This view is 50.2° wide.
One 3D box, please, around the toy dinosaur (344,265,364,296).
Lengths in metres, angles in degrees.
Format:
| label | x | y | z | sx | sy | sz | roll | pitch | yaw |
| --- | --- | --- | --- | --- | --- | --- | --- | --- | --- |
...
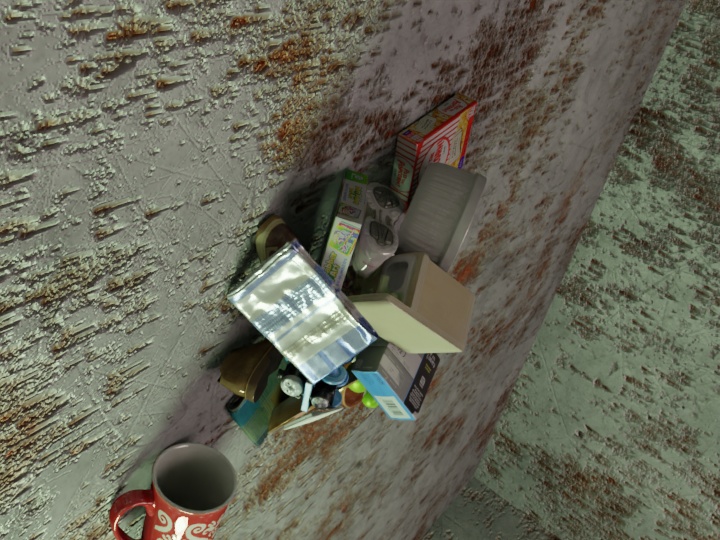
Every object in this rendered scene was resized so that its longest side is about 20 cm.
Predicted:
| label | x | y | z | sx | sy | sz | roll | pitch | yaw |
| --- | --- | --- | --- | --- | --- | --- | --- | --- | --- |
| toy dinosaur | 0.000 | 0.000 | 1.347 | 0.100 | 0.058 | 0.204 | -16 | 123 | -39 |

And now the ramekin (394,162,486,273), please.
| label | x | y | z | sx | sy | sz | roll | pitch | yaw |
| --- | --- | --- | --- | --- | --- | --- | --- | --- | --- |
| ramekin | 0.130 | -0.088 | 1.321 | 0.200 | 0.104 | 0.203 | 24 | 89 | -89 |

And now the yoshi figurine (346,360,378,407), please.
| label | x | y | z | sx | sy | sz | roll | pitch | yaw |
| --- | --- | --- | --- | --- | --- | --- | --- | --- | --- |
| yoshi figurine | 0.028 | 0.159 | 1.486 | 0.111 | 0.111 | 0.203 | 25 | 81 | -28 |

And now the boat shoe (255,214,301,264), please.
| label | x | y | z | sx | sy | sz | roll | pitch | yaw |
| --- | --- | --- | --- | --- | --- | --- | --- | --- | --- |
| boat shoe | -0.107 | 0.003 | 1.169 | 0.072 | 0.071 | 0.202 | -45 | 153 | -28 |

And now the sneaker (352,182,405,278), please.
| label | x | y | z | sx | sy | sz | roll | pitch | yaw |
| --- | --- | --- | --- | --- | --- | --- | --- | --- | --- |
| sneaker | 0.016 | -0.067 | 1.262 | 0.100 | 0.077 | 0.201 | -54 | -168 | 36 |

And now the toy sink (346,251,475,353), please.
| label | x | y | z | sx | sy | sz | roll | pitch | yaw |
| --- | --- | --- | --- | --- | --- | --- | --- | --- | --- |
| toy sink | 0.073 | 0.044 | 1.253 | 0.199 | 0.129 | 0.114 | 33 | 63 | -35 |

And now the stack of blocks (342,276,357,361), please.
| label | x | y | z | sx | sy | sz | roll | pitch | yaw |
| --- | --- | --- | --- | --- | --- | --- | --- | --- | --- |
| stack of blocks | -0.010 | 0.090 | 1.489 | 0.115 | 0.058 | 0.202 | -42 | 152 | -34 |

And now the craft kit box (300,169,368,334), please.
| label | x | y | z | sx | sy | sz | roll | pitch | yaw |
| --- | --- | --- | --- | --- | --- | --- | --- | --- | --- |
| craft kit box | -0.039 | -0.029 | 1.190 | 0.198 | 0.048 | 0.203 | -78 | -174 | -63 |

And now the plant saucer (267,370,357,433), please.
| label | x | y | z | sx | sy | sz | roll | pitch | yaw |
| --- | --- | --- | --- | --- | --- | --- | --- | --- | --- |
| plant saucer | -0.090 | 0.230 | 1.396 | 0.198 | 0.036 | 0.200 | -31 | 172 | -5 |

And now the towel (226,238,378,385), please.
| label | x | y | z | sx | sy | sz | roll | pitch | yaw |
| --- | --- | --- | --- | --- | --- | --- | --- | --- | --- |
| towel | -0.084 | 0.065 | 1.116 | 0.146 | 0.200 | 0.024 | -35 | -163 | 22 |

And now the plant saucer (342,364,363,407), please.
| label | x | y | z | sx | sy | sz | roll | pitch | yaw |
| --- | --- | --- | --- | --- | --- | --- | --- | --- | --- |
| plant saucer | 0.011 | 0.208 | 1.704 | 0.200 | 0.037 | 0.202 | -46 | 153 | -31 |

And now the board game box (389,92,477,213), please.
| label | x | y | z | sx | sy | sz | roll | pitch | yaw |
| --- | --- | --- | --- | --- | --- | --- | --- | --- | --- |
| board game box | 0.132 | -0.219 | 1.422 | 0.199 | 0.046 | 0.153 | -40 | 150 | -37 |

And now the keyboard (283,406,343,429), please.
| label | x | y | z | sx | sy | sz | roll | pitch | yaw |
| --- | --- | --- | --- | --- | --- | --- | --- | --- | --- |
| keyboard | -0.083 | 0.253 | 1.310 | 0.055 | 0.011 | 0.200 | -7 | 166 | -21 |

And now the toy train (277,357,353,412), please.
| label | x | y | z | sx | sy | sz | roll | pitch | yaw |
| --- | --- | --- | --- | --- | --- | --- | --- | --- | --- |
| toy train | -0.071 | 0.150 | 1.302 | 0.201 | 0.112 | 0.088 | -71 | 173 | -51 |

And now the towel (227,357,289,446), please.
| label | x | y | z | sx | sy | sz | roll | pitch | yaw |
| --- | --- | --- | --- | --- | --- | --- | --- | --- | --- |
| towel | -0.167 | 0.230 | 1.390 | 0.147 | 0.022 | 0.201 | -50 | 157 | -19 |

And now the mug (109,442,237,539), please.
| label | x | y | z | sx | sy | sz | roll | pitch | yaw |
| --- | --- | --- | --- | --- | --- | --- | --- | --- | --- |
| mug | -0.303 | 0.387 | 1.217 | 0.134 | 0.174 | 0.202 | -90 | -161 | -57 |

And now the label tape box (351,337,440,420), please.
| label | x | y | z | sx | sy | sz | roll | pitch | yaw |
| --- | --- | --- | --- | --- | --- | --- | --- | --- | --- |
| label tape box | 0.078 | 0.144 | 1.385 | 0.144 | 0.065 | 0.202 | 52 | 51 | -32 |

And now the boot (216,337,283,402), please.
| label | x | y | z | sx | sy | sz | roll | pitch | yaw |
| --- | --- | --- | --- | --- | --- | --- | --- | --- | --- |
| boot | -0.164 | 0.130 | 1.232 | 0.200 | 0.074 | 0.075 | -55 | 159 | -62 |
